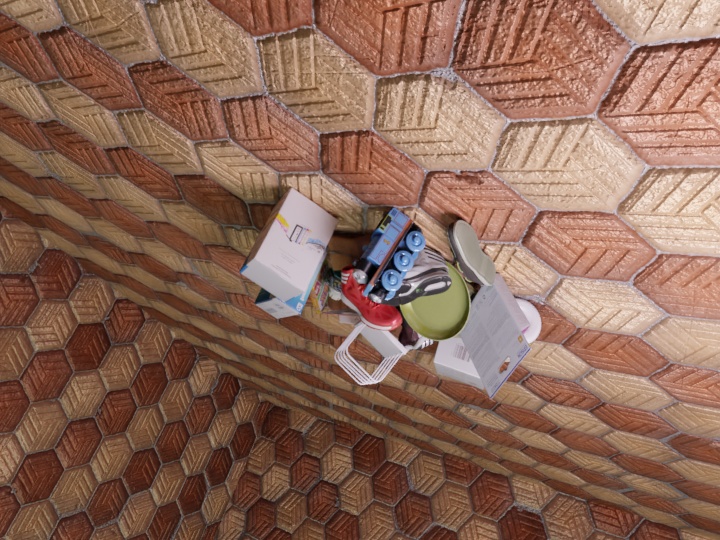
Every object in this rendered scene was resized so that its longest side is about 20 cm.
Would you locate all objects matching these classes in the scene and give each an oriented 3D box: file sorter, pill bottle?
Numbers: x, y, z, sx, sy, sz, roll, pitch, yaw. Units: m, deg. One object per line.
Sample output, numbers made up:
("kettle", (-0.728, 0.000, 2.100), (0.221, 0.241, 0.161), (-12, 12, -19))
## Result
("file sorter", (0.019, 0.225, 1.608), (0.138, 0.125, 0.200), (43, 163, 0))
("pill bottle", (0.364, 0.156, 1.450), (0.109, 0.115, 0.201), (20, 156, 7))

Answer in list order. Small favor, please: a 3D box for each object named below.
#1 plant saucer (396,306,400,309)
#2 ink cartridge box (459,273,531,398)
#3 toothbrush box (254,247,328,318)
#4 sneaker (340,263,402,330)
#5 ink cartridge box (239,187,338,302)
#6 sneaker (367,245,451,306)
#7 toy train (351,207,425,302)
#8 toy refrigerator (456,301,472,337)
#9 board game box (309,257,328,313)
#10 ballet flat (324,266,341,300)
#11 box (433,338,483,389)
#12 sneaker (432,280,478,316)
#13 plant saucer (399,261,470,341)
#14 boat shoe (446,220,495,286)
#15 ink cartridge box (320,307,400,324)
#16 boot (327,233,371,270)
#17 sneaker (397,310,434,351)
("plant saucer", (0.073, 0.056, 1.621), (0.195, 0.037, 0.202), (21, 155, 10))
("ink cartridge box", (0.306, 0.148, 1.336), (0.042, 0.204, 0.199), (-4, 141, -26))
("toothbrush box", (-0.184, 0.014, 1.575), (0.084, 0.205, 0.145), (35, 155, -24))
("sneaker", (0.015, 0.054, 1.385), (0.197, 0.078, 0.118), (27, 140, 37))
("ink cartridge box", (-0.172, -0.059, 1.415), (0.143, 0.204, 0.146), (32, 155, -16))
("sneaker", (0.105, 0.007, 1.354), (0.193, 0.118, 0.077), (-10, 136, 4))
("toy train", (0.059, -0.030, 1.266), (0.113, 0.202, 0.087), (33, 157, 2))
("toy refrigerator", (0.231, 0.126, 1.557), (0.197, 0.070, 0.077), (-7, 124, 51))
("board game box", (-0.115, 0.048, 1.706), (0.029, 0.098, 0.202), (17, 155, 10))
("ballet flat", (-0.060, 0.043, 1.580), (0.071, 0.073, 0.200), (30, -176, -14))
("box", (0.295, 0.249, 1.674), (0.148, 0.109, 0.201), (17, 166, 15))
("sneaker", (0.212, 0.076, 1.461), (0.197, 0.091, 0.076), (-5, 145, 48))
("plant saucer", (0.179, 0.065, 1.414), (0.195, 0.031, 0.208), (11, 109, 34))
("boat shoe", (0.224, -0.032, 1.250), (0.059, 0.073, 0.201), (2, 148, 39))
("ink cartridge box", (0.007, 0.139, 1.729), (0.196, 0.045, 0.171), (0, -174, 42))
("boot", (0.000, 0.000, 1.462), (0.195, 0.068, 0.193), (2, 122, 39))
("sneaker", (0.133, 0.152, 1.585), (0.119, 0.074, 0.200), (69, 160, 5))
